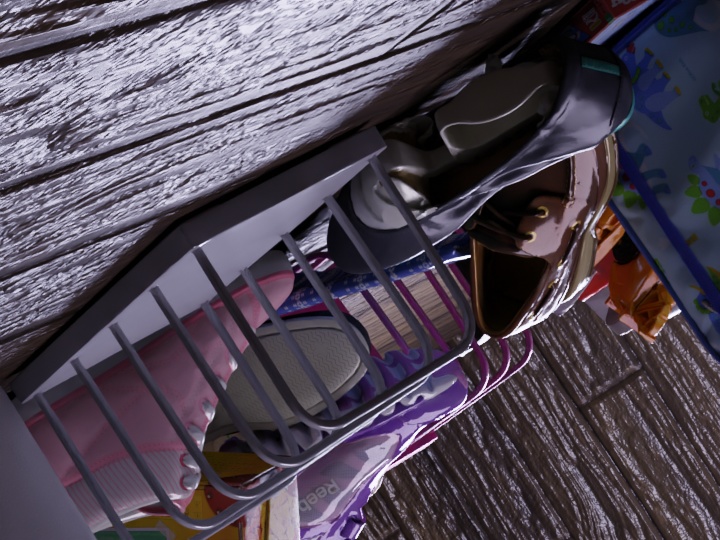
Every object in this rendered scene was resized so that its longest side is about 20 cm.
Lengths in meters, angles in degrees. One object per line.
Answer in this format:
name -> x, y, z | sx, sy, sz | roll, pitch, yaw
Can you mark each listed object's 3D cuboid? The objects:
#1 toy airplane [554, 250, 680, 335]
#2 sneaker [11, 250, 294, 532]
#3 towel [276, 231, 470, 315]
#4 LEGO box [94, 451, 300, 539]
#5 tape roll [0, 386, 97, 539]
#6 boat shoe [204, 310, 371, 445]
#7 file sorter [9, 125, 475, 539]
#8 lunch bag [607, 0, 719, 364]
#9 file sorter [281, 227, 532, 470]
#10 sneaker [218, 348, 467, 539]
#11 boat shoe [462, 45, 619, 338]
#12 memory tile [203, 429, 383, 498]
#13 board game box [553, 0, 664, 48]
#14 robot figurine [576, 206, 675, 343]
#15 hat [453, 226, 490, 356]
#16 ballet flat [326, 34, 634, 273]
toy airplane -> 0.218, -0.032, 1.932 | 0.201, 0.140, 0.199 | -64, 179, -9
sneaker -> -0.102, 0.076, 1.545 | 0.200, 0.105, 0.075 | -32, 174, -23
towel -> 0.000, 0.000, 1.646 | 0.199, 0.024, 0.145 | -17, -179, 29
LEGO box -> -0.138, 0.185, 1.622 | 0.199, 0.150, 0.077 | 2, -170, 22
tape roll -> -0.232, 0.170, 1.412 | 0.202, 0.140, 0.203 | -32, 175, -3
boat shoe -> -0.079, 0.064, 1.703 | 0.199, 0.072, 0.068 | -23, -159, 27
file sorter -> -0.055, 0.043, 1.398 | 0.138, 0.125, 0.200 | -30, 174, -40
lunch bag -> 0.211, -0.054, 1.494 | 0.082, 0.201, 0.161 | -27, 173, -48
file sorter -> 0.012, 0.050, 1.845 | 0.125, 0.139, 0.200 | -38, 174, 24
sneaker -> -0.016, 0.124, 1.705 | 0.199, 0.089, 0.081 | -30, -165, 4
boat shoe -> 0.093, -0.036, 1.503 | 0.068, 0.072, 0.201 | -47, 155, -31
memory tile -> -0.097, 0.126, 1.775 | 0.200, 0.154, 0.017 | -36, 180, 20
board game box -> 0.129, -0.127, 1.534 | 0.103, 0.020, 0.200 | -30, 174, -29
robot figurine -> 0.194, -0.062, 1.618 | 0.200, 0.145, 0.058 | -53, -147, 11
hat -> 0.115, -0.028, 2.081 | 0.201, 0.081, 0.201 | -47, 176, -5
ballet flat -> 0.046, -0.063, 1.415 | 0.199, 0.073, 0.073 | -29, 178, 27
